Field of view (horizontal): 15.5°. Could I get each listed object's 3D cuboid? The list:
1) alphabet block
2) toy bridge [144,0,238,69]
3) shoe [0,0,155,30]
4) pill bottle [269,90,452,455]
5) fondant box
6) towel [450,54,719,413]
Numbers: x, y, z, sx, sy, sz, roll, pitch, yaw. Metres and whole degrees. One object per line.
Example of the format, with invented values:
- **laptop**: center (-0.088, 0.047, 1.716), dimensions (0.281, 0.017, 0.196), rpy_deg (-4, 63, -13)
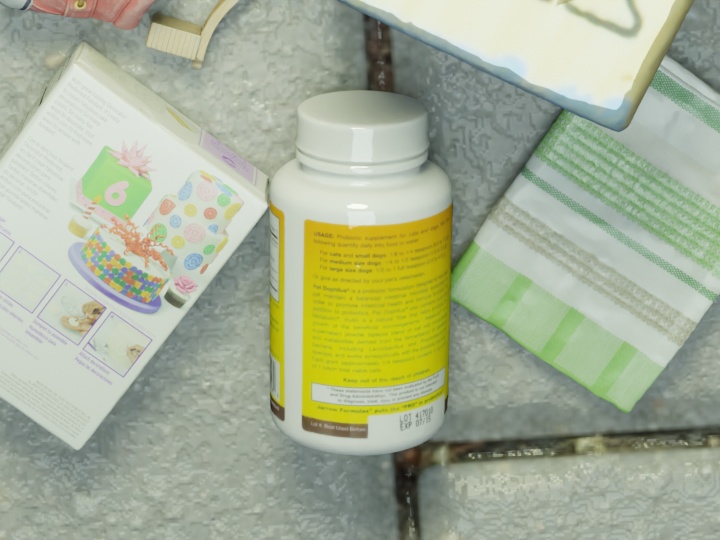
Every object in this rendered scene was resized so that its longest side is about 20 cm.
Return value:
- **alphabet block**: center (0.101, -0.223, 1.453), dimensions (0.195, 0.197, 0.201), rpy_deg (25, 107, -9)
- **toy bridge**: center (-0.070, -0.212, 1.546), dimensions (0.067, 0.027, 0.201), rpy_deg (15, 108, -5)
- **shoe**: center (-0.137, -0.223, 1.499), dimensions (0.091, 0.072, 0.201), rpy_deg (12, 130, -20)
- **pill bottle**: center (0.000, 0.000, 1.575), dimensions (0.109, 0.109, 0.201), rpy_deg (1, 109, 0)
- **fondant box**: center (-0.169, -0.013, 1.599), dimensions (0.144, 0.058, 0.200), rpy_deg (36, 106, -11)
- **towel**: center (0.161, -0.029, 1.611), dimensions (0.149, 0.031, 0.200), rpy_deg (34, 108, -8)
